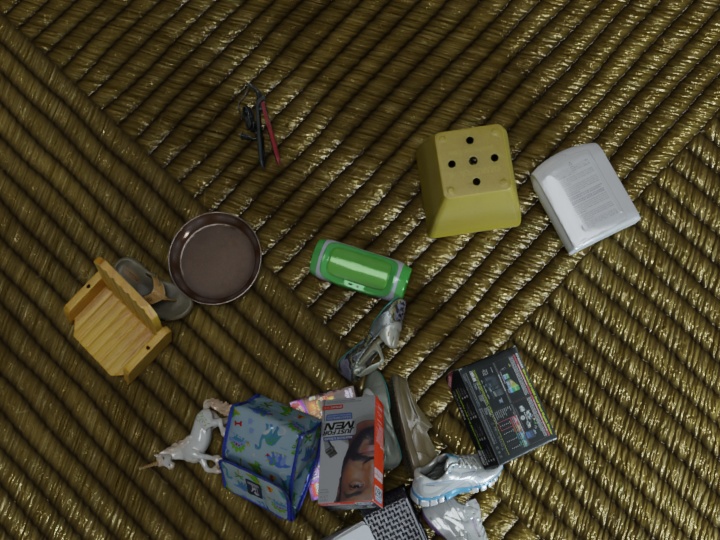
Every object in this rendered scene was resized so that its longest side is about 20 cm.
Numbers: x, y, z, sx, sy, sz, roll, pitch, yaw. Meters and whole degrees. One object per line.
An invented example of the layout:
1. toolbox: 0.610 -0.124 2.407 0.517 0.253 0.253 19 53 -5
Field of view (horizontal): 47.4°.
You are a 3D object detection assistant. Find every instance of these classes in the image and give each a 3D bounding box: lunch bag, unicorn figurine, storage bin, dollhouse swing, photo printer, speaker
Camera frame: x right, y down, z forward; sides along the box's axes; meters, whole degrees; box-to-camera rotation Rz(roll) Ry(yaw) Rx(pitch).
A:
1. lunch bag: -0.179 0.367 1.596 0.169 0.127 0.201 19 105 24
2. unicorn figurine: -0.325 0.349 1.653 0.137 0.074 0.201 21 66 19
3. storage bin: 0.083 0.519 1.552 0.093 0.135 0.201 -23 78 0
4. dollhouse swing: -0.505 0.101 1.653 0.200 0.176 0.182 43 86 9
5. photo printer: 0.457 -0.156 1.694 0.166 0.069 0.201 -26 78 -1
6. speaker: 0.000 0.000 1.687 0.199 0.088 0.089 18 80 7

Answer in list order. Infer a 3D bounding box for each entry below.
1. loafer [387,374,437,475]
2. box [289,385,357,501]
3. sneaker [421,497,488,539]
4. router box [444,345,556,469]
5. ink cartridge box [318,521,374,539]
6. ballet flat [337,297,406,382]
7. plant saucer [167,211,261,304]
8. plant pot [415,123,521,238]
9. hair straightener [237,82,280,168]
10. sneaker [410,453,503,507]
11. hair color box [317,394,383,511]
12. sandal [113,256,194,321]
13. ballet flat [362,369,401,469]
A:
1. loafer: 0.101 0.303 1.629 0.067 0.076 0.201 -7 73 -19
2. box: -0.054 0.345 1.645 0.136 0.039 0.201 -15 78 2
3. sneaker: 0.214 0.502 1.578 0.200 0.075 0.100 43 85 11
4. router box: 0.273 0.265 1.597 0.149 0.062 0.201 -16 77 -28
5. ink cartridge box: -0.043 0.569 1.519 0.083 0.200 0.146 -15 72 -43
6. ballet flat: 0.037 0.147 1.649 0.072 0.072 0.201 42 99 11
7. plant saucer: -0.305 -0.024 1.737 0.199 0.035 0.202 -1 78 4
8. plant pot: 0.223 -0.195 1.664 0.198 0.176 0.202 -8 78 2
9. hair straightener: -0.231 -0.314 1.787 0.076 0.041 0.201 -15 78 1
10. sneaker: 0.188 0.381 1.572 0.199 0.087 0.075 -17 34 -19
11. hair color box: -0.016 0.342 1.539 0.110 0.064 0.201 -8 60 16
12. sandal: -0.443 0.038 1.725 0.199 0.054 0.081 35 83 10
13. ballet flat: 0.030 0.293 1.623 0.063 0.067 0.201 -3 69 -32
